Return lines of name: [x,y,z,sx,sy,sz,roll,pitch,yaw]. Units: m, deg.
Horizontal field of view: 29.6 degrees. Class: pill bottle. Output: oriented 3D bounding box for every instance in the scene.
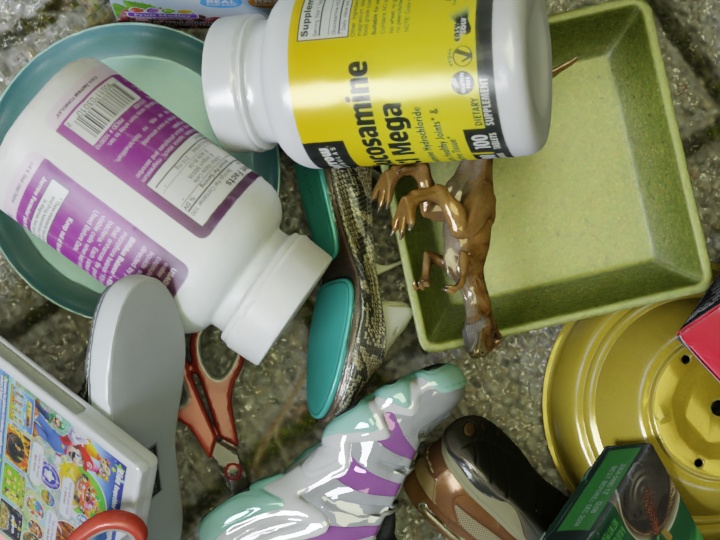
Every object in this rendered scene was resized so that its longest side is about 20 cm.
pill bottle: [-0.120,-0.032,0.845,0.199,0.112,0.113,36,85,-1]
pill bottle: [0.011,-0.120,0.826,0.198,0.112,0.113,-3,86,18]

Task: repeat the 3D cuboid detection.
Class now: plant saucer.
plant saucer: [0.115,-0.063,0.915,0.198,0.048,0.202,-13,87,0]
plant saucer: [-0.153,-0.065,0.913,0.198,0.027,0.202,0,87,-4]

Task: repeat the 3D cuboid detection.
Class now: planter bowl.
planter bowl: [0.225,0.090,0.899,0.199,0.083,0.202,0,86,-3]

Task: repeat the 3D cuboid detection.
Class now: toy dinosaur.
toy dinosaur: [0.067,-0.047,0.873,0.106,0.060,0.202,9,88,-26]

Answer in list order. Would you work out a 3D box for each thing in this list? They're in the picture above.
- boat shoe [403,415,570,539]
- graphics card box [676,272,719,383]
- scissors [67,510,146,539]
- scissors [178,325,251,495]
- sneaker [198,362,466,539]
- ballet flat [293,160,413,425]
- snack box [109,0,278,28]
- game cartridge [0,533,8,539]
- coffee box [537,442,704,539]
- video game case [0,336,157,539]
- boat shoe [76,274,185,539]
boat shoe: [0.109,0.183,0.898,0.074,0.076,0.200,-38,99,26]
graphics card box: [0.294,0.024,0.872,0.126,0.051,0.200,47,46,1]
scissors: [-0.172,0.205,0.798,0.073,0.014,0.200,32,124,-23]
scissors: [-0.095,0.122,0.894,0.073,0.014,0.202,-12,92,-6]
sneaker: [0.012,0.160,0.844,0.200,0.078,0.140,-38,82,13]
ballet flat: [0.000,0.000,0.905,0.075,0.068,0.202,-1,84,-27]
snack box: [-0.063,-0.207,0.858,0.198,0.169,0.068,-2,83,-5]
game cartridge: [-0.217,0.222,0.886,0.198,0.041,0.134,-12,91,-4]
coffee box: [0.186,0.222,0.851,0.123,0.044,0.201,-43,111,-40]
video game case: [-0.208,0.109,0.821,0.199,0.144,0.018,33,40,21]
boat shoe: [-0.146,0.094,0.817,0.056,0.069,0.201,15,116,29]
